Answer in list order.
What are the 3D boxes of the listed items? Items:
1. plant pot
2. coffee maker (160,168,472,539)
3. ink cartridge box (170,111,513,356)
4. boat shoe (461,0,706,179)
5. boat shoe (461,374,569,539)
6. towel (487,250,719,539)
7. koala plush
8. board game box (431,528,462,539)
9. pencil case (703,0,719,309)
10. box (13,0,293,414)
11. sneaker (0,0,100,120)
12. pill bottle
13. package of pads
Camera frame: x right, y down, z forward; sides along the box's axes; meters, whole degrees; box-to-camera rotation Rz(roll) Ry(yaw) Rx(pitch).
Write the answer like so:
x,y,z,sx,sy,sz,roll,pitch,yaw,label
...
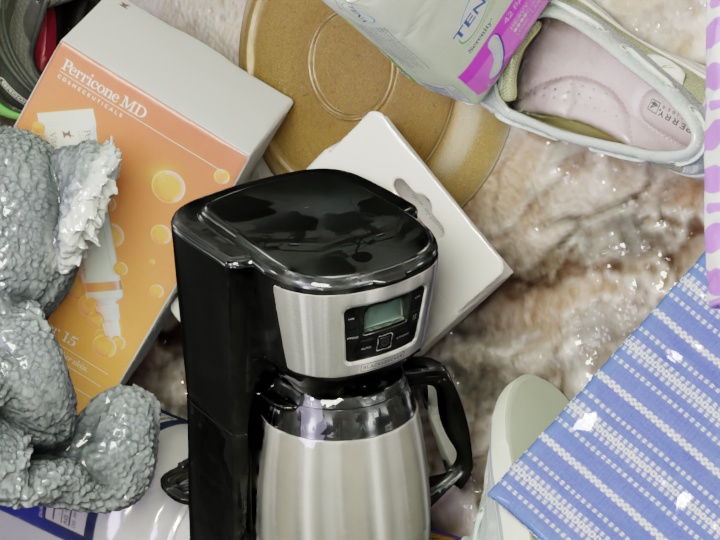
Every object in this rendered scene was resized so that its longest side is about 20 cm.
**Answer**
x,y,z,sx,sy,sz,roll,pitch,yaw,label
0.001,-0.117,1.570,0.200,0.027,0.201,6,99,40,plant pot
-0.043,0.056,1.458,0.192,0.135,0.200,13,117,30,coffee maker
0.000,0.000,1.534,0.115,0.068,0.200,51,128,4,ink cartridge box
0.106,-0.102,1.449,0.202,0.065,0.075,29,106,28,boat shoe
0.082,0.146,1.457,0.071,0.070,0.201,-39,37,36,boat shoe
0.177,0.079,1.387,0.200,0.024,0.145,-48,60,-3,towel
-0.200,0.015,1.487,0.177,0.184,0.201,15,93,26,koala plush
0.040,0.217,1.560,0.200,0.045,0.135,13,102,38,board game box
0.210,-0.074,1.354,0.085,0.084,0.201,-4,85,62,pencil case
-0.146,-0.036,1.589,0.124,0.098,0.200,31,116,0,box
-0.191,-0.190,1.698,0.084,0.077,0.201,8,110,33,sneaker
-0.136,0.139,1.649,0.200,0.120,0.120,20,107,36,pill bottle
0.060,-0.197,1.388,0.068,0.154,0.200,32,89,32,package of pads
